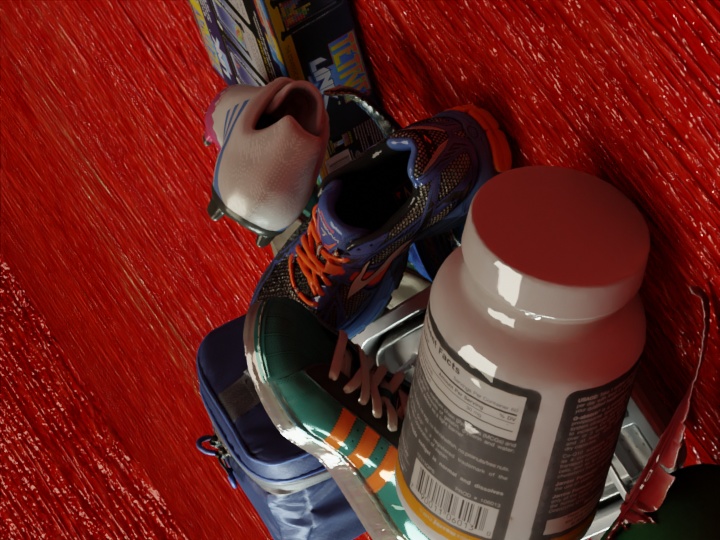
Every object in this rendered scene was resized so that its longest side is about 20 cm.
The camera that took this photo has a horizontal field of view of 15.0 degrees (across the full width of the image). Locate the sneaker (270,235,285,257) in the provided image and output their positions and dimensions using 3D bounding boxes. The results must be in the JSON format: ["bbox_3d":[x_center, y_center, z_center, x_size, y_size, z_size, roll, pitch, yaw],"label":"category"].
[{"bbox_3d":[-0.017,0.018,1.965,0.075,0.070,0.201,37,155,57],"label":"sneaker"}]

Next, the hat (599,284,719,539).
[{"bbox_3d":[0.171,0.113,1.474,0.199,0.165,0.177,-13,77,50],"label":"hat"}]

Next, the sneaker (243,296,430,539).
[{"bbox_3d":[0.012,0.082,1.557,0.200,0.080,0.072,52,-146,-31],"label":"sneaker"}]

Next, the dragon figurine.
[{"bbox_3d":[0.049,-0.028,1.627,0.099,0.059,0.201,42,159,53],"label":"dragon figurine"}]

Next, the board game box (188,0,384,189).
[{"bbox_3d":[-0.059,-0.166,1.735,0.165,0.057,0.201,51,166,39],"label":"board game box"}]

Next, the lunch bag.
[{"bbox_3d":[-0.015,0.082,1.808,0.136,0.199,0.133,55,166,39],"label":"lunch bag"}]

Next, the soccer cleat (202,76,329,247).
[{"bbox_3d":[-0.048,-0.083,1.635,0.070,0.087,0.200,30,-163,-14],"label":"soccer cleat"}]

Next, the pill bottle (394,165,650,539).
[{"bbox_3d":[0.087,0.051,1.440,0.116,0.116,0.201,49,143,36],"label":"pill bottle"}]

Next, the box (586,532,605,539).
[{"bbox_3d":[0.147,0.174,1.644,0.200,0.035,0.111,46,127,47],"label":"box"}]

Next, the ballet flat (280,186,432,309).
[{"bbox_3d":[0.000,0.000,1.751,0.199,0.064,0.067,32,-160,28],"label":"ballet flat"}]

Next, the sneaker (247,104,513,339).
[{"bbox_3d":[-0.005,-0.025,1.554,0.078,0.200,0.076,-1,-129,-51],"label":"sneaker"}]

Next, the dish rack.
[{"bbox_3d":[0.094,0.073,1.571,0.172,0.043,0.200,56,140,-2],"label":"dish rack"}]
